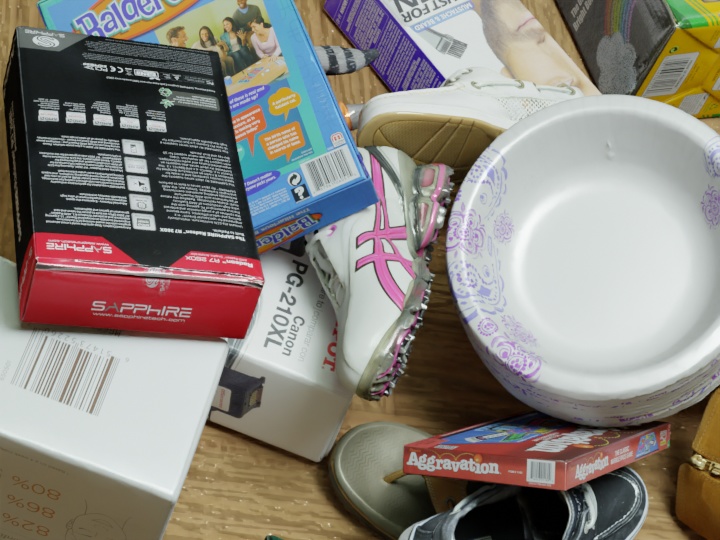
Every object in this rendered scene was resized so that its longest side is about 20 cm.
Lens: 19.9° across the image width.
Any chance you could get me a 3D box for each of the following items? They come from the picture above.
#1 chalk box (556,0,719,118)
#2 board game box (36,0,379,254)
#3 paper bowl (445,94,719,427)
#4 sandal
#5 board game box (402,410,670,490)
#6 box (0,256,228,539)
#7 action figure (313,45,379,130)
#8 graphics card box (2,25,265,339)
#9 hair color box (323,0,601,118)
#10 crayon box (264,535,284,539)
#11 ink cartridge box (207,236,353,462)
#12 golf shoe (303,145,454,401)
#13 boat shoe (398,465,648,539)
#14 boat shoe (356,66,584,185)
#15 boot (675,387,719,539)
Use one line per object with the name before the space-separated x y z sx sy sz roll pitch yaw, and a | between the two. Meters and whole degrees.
chalk box | 0.232 -0.230 1.581 0.123 0.125 0.201 -6 59 -23
board game box | -0.095 -0.104 1.253 0.151 0.045 0.201 -23 70 1
paper bowl | 0.157 -0.001 1.294 0.199 0.104 0.203 -4 68 11
sandal | 0.074 0.153 1.286 0.199 0.054 0.080 33 52 4
board game box | 0.112 0.108 1.255 0.102 0.020 0.200 4 4 25
box | -0.175 0.106 1.135 0.151 0.201 0.107 21 52 -4
action figure | -0.088 -0.138 1.377 0.192 0.105 0.200 20 10 -39
graphics card box | -0.129 -0.051 1.124 0.124 0.051 0.201 4 43 -19
hair color box | 0.076 -0.160 1.512 0.109 0.065 0.200 -26 69 -34
crayon box | 0.015 0.247 1.158 0.198 0.052 0.127 22 88 -4
ink cartridge box | -0.088 0.014 1.309 0.198 0.085 0.146 22 51 -5
golf shoe | 0.000 0.000 1.257 0.091 0.073 0.201 16 41 -4
boat shoe | 0.113 0.149 1.239 0.199 0.068 0.072 -8 69 -38
boat shoe | 0.076 -0.102 1.377 0.198 0.071 0.070 3 56 -35
boot | 0.264 0.186 1.318 0.143 0.203 0.070 16 10 42
